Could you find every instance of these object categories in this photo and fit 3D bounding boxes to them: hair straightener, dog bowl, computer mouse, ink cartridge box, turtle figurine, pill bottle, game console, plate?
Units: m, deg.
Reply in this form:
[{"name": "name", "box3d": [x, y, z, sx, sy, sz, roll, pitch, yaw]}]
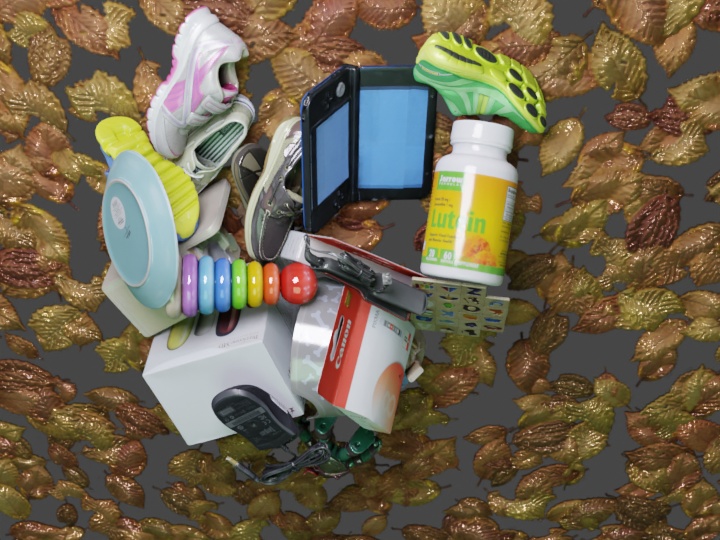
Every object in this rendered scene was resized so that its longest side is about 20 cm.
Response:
[{"name": "hair straightener", "box3d": [0.011, 0.004, 1.176, 0.199, 0.041, 0.077, 32, 150, -25]}, {"name": "dog bowl", "box3d": [-0.036, 0.112, 1.300, 0.058, 0.201, 0.203, 5, 128, 17]}, {"name": "computer mouse", "box3d": [-0.146, 0.223, 1.281, 0.139, 0.046, 0.200, -31, 125, 27]}, {"name": "ink cartridge box", "box3d": [0.013, 0.118, 1.260, 0.049, 0.165, 0.200, 8, 161, 21]}, {"name": "turtle figurine", "box3d": [-0.038, 0.288, 1.502, 0.147, 0.102, 0.201, 11, 154, -3]}, {"name": "pill bottle", "box3d": [0.146, -0.087, 1.205, 0.109, 0.111, 0.204, 9, 90, -5]}, {"name": "game console", "box3d": [0.012, -0.156, 1.207, 0.117, 0.171, 0.203, 17, 129, 22]}, {"name": "ink cartridge box", "box3d": [0.000, 0.000, 1.267, 0.198, 0.173, 0.044, 21, 88, -26]}, {"name": "plate", "box3d": [-0.287, -0.048, 1.163, 0.025, 0.200, 0.202, -15, 136, -36]}]

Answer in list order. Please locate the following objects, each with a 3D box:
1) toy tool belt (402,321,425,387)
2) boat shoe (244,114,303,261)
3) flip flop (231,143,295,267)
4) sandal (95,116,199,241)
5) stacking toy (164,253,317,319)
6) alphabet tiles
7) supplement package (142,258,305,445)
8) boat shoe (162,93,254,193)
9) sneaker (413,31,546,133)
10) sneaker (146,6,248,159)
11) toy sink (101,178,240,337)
[{"name": "toy tool belt", "box3d": [0.011, 0.158, 1.422, 0.198, 0.124, 0.125, -28, 120, 21]}, {"name": "boat shoe", "box3d": [-0.100, -0.102, 1.229, 0.064, 0.073, 0.203, 25, 107, 33]}, {"name": "flip flop", "box3d": [-0.145, -0.091, 1.286, 0.057, 0.081, 0.202, 21, 143, 34]}, {"name": "sandal", "box3d": [-0.283, -0.113, 1.234, 0.079, 0.201, 0.088, -25, 155, -32]}, {"name": "stacking toy", "box3d": [-0.154, 0.021, 1.205, 0.196, 0.086, 0.086, 1, 127, -9]}, {"name": "alphabet tiles", "box3d": [0.122, 0.053, 1.285, 0.163, 0.006, 0.201, 6, 158, 7]}, {"name": "supplement package", "box3d": [-0.186, 0.113, 1.348, 0.188, 0.201, 0.148, -17, 124, 13]}, {"name": "boat shoe", "box3d": [-0.216, -0.155, 1.242, 0.072, 0.062, 0.200, 33, 121, -20]}, {"name": "sneaker", "box3d": [0.155, -0.234, 1.180, 0.198, 0.075, 0.083, 26, 146, -19]}, {"name": "sneaker", "box3d": [-0.203, -0.222, 1.164, 0.087, 0.081, 0.202, 29, 119, 4]}, {"name": "toy sink", "box3d": [-0.243, -0.015, 1.303, 0.198, 0.131, 0.112, -27, 121, 18]}]
